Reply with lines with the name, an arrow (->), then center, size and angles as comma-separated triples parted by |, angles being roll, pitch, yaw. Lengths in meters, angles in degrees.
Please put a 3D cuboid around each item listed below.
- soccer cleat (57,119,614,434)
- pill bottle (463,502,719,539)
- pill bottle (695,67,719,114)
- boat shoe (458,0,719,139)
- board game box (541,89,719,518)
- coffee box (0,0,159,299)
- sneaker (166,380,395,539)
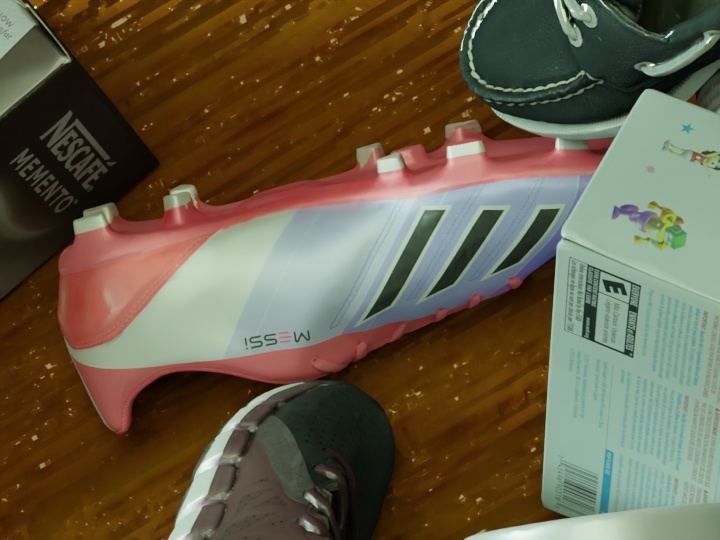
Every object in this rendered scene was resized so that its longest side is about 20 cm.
soccer cleat -> 0.000, 0.000, 0.961 | 0.200, 0.067, 0.077 | -11, 99, 4
pill bottle -> 0.083, 0.171, 0.854 | 0.112, 0.112, 0.200 | -8, 82, 8
pill bottle -> 0.158, -0.114, 0.926 | 0.120, 0.120, 0.200 | -7, 74, 8
boat shoe -> 0.092, -0.091, 0.859 | 0.200, 0.060, 0.076 | -25, 64, 44
board game box -> 0.157, 0.046, 0.865 | 0.200, 0.148, 0.064 | 23, 59, 16
coffee box -> -0.177, -0.014, 0.963 | 0.200, 0.114, 0.080 | -41, 72, -2
sneaker -> -0.005, 0.098, 0.867 | 0.115, 0.200, 0.076 | -6, 118, 31
